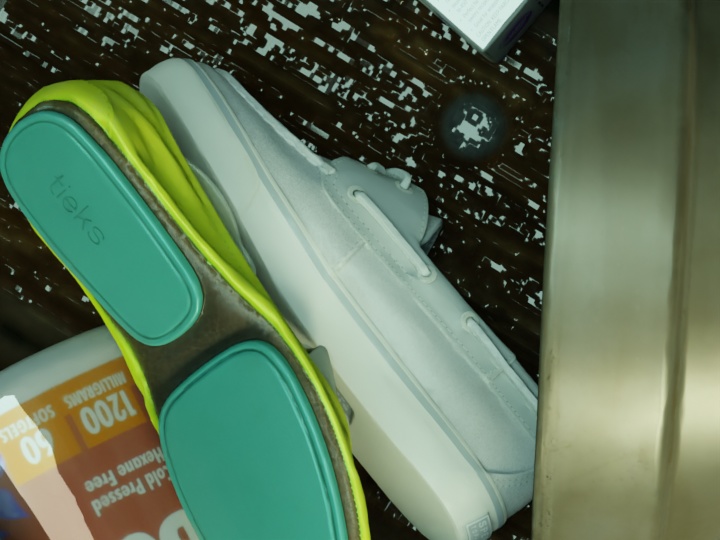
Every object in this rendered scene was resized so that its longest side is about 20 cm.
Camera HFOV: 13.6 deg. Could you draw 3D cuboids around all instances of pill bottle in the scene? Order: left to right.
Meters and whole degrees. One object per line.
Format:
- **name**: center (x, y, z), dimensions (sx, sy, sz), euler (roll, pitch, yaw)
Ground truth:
- **pill bottle**: center (-0.073, 0.127, 1.025), dimensions (0.112, 0.112, 0.201), euler (-29, 84, 8)

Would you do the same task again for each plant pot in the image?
- **plant pot**: center (0.142, 0.000, 0.924), dimensions (0.172, 0.200, 0.201), euler (4, 90, 3)

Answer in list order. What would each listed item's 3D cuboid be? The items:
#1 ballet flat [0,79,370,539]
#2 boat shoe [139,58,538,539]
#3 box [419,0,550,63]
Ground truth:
- **ballet flat**: center (-0.045, 0.022, 0.989), dimensions (0.067, 0.067, 0.201), euler (-33, 87, 28)
- **boat shoe**: center (0.000, 0.000, 1.042), dimensions (0.068, 0.072, 0.200), euler (-33, 73, -18)
- **box**: center (0.095, -0.161, 1.038), dimensions (0.041, 0.039, 0.200), euler (40, 96, 10)
